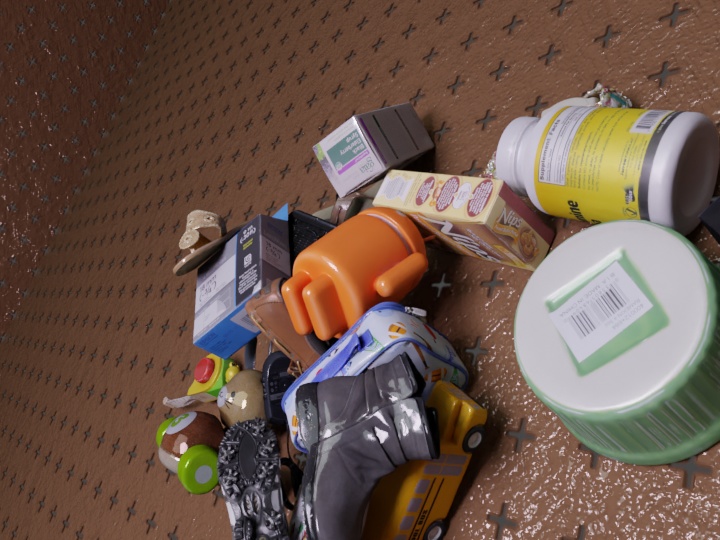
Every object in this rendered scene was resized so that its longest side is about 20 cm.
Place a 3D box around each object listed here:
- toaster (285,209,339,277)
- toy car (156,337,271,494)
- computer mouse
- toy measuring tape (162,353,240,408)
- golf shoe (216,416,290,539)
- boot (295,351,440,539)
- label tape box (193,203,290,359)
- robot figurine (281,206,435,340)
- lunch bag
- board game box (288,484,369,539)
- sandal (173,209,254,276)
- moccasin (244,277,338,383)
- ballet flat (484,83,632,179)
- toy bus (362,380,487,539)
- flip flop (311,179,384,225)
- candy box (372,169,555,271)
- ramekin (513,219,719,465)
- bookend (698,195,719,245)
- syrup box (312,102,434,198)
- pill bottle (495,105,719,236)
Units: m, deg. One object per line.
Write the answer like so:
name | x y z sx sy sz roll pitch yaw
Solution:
toaster | -0.076 0.024 0.930 0.199 0.118 0.183 24 82 53
toy car | -0.174 0.187 0.883 0.163 0.155 0.204 7 76 61
computer mouse | -0.096 0.206 0.829 0.034 0.057 0.206 -12 83 61
toy measuring tape | -0.263 0.182 1.080 0.197 0.073 0.075 -21 49 39
golf shoe | -0.125 0.274 0.757 0.076 0.096 0.203 -6 45 -9
boot | 0.014 0.181 0.587 0.129 0.070 0.205 -16 67 12
label tape box | -0.165 -0.001 0.901 0.143 0.063 0.203 -36 42 27
robot figurine | -0.001 -0.001 0.753 0.199 0.117 0.144 -36 -11 -35
lunch bag | 0.015 0.128 0.714 0.200 0.159 0.076 -46 39 16
board game box | -0.047 0.300 0.699 0.200 0.034 0.129 136 151 -65
sandal | -0.227 -0.056 0.947 0.077 0.070 0.211 -36 1 26
moccasin | -0.066 0.106 0.799 0.077 0.202 0.074 -32 24 19
ballet flat | 0.220 -0.163 0.766 0.198 0.063 0.077 -25 48 37
toy bus | 0.055 0.215 0.658 0.065 0.077 0.204 33 106 53
flip flop | -0.029 -0.093 1.011 0.197 0.057 0.083 -15 54 43
candy box | 0.118 -0.063 0.769 0.198 0.115 0.056 19 78 53
ramekin | 0.232 0.056 0.565 0.198 0.097 0.204 -29 45 34
bookend | 0.318 -0.025 0.438 0.092 0.197 0.202 -45 37 18
syrup box | 0.024 -0.173 0.898 0.078 0.083 0.199 -30 2 32
pill bottle | 0.239 -0.105 0.648 0.198 0.112 0.114 20 80 48
